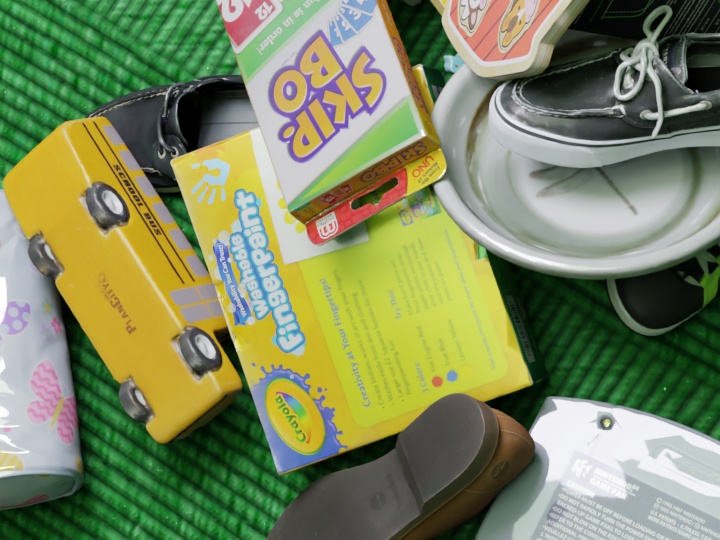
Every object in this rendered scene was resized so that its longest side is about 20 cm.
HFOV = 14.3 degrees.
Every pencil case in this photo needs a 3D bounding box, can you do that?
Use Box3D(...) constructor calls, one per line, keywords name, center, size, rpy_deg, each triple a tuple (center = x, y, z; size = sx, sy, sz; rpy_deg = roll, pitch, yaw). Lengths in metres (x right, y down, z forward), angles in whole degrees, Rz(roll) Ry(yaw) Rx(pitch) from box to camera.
Box3D(name="pencil case", center=(-0.226, 0.049, 1.788), size=(0.083, 0.090, 0.201), rpy_deg=(-25, 68, 38))

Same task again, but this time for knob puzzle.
Box3D(name="knob puzzle", center=(0.086, -0.197, 1.626), size=(0.030, 0.220, 0.221), rpy_deg=(12, 75, -21))

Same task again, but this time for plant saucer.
Box3D(name="plant saucer", center=(0.138, -0.062, 1.650), size=(0.199, 0.050, 0.201), rpy_deg=(-4, 50, 4))

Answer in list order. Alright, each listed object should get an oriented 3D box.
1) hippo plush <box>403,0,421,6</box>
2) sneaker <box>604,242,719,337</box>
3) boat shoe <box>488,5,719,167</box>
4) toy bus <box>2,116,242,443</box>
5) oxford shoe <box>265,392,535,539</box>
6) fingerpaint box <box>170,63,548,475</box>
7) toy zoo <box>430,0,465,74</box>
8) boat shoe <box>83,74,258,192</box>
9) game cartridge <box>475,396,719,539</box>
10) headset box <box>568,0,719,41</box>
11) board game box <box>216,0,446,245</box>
Box3D(name="hippo plush", center=(-0.003, -0.240, 1.796), size=(0.199, 0.159, 0.161), rpy_deg=(-19, 86, -32))
Box3D(name="sneaker", center=(0.219, -0.045, 1.666), size=(0.072, 0.083, 0.200), rpy_deg=(43, 91, -1))
Box3D(name="boat shoe", center=(0.170, -0.104, 1.603), size=(0.198, 0.068, 0.074), rpy_deg=(2, 50, 9))
Box3D(name="toy bus", center=(-0.141, 0.005, 1.764), size=(0.065, 0.078, 0.200), rpy_deg=(-39, 79, 26))
Box3D(name="oxford shoe", center=(0.022, 0.146, 1.690), size=(0.200, 0.071, 0.072), rpy_deg=(-34, 54, 30))
Box3D(name="fingerpaint box", center=(0.000, 0.000, 1.714), size=(0.166, 0.073, 0.201), rpy_deg=(-21, 87, 11))
Box3D(name="toy zoo", center=(0.116, -0.198, 1.738), size=(0.131, 0.020, 0.200), rpy_deg=(41, 83, -15))
Box3D(name="boat shoe", center=(-0.094, -0.090, 1.799), size=(0.198, 0.066, 0.075), rpy_deg=(6, 74, 19))
Box3D(name="game cartridge", center=(0.175, 0.157, 1.659), size=(0.199, 0.041, 0.134), rpy_deg=(26, 87, 22))
Box3D(name="headset box", center=(0.206, -0.220, 1.661), size=(0.199, 0.093, 0.175), rpy_deg=(7, 54, -17))
Box3D(name="board game box", center=(-0.021, -0.119, 1.669), size=(0.095, 0.030, 0.201), rpy_deg=(-29, 63, 17))
